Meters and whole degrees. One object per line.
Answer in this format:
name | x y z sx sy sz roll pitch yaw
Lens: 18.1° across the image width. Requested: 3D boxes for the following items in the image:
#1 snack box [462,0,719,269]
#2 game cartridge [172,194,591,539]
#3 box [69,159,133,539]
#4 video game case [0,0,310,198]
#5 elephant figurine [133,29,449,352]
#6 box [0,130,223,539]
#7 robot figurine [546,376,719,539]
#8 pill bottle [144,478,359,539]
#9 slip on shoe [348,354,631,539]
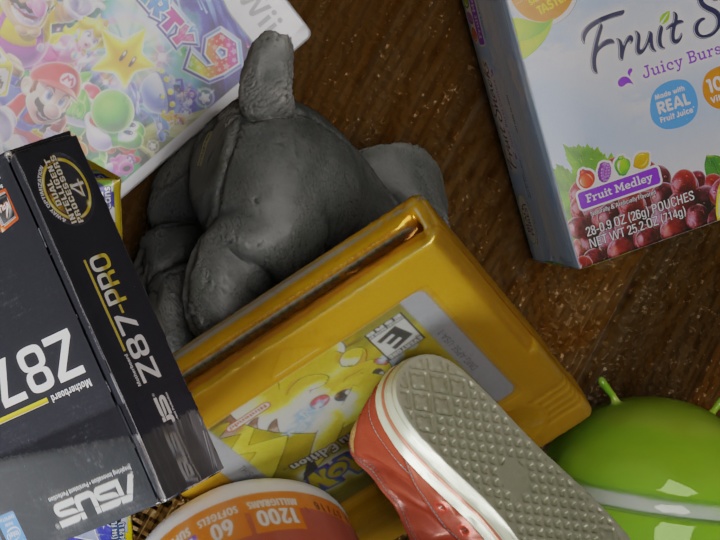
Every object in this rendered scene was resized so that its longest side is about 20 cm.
snack box | 0.166 -0.111 1.177 0.200 0.068 0.169 -18 100 -18
game cartridge | 0.000 0.066 1.062 0.176 0.032 0.200 -33 141 8
box | -0.149 0.052 1.068 0.070 0.064 0.200 -5 102 -19
video game case | -0.141 -0.108 1.097 0.200 0.018 0.143 -42 105 -12
elephant figurine | 0.000 0.000 1.102 0.200 0.155 0.142 17 65 -24
box | -0.173 0.049 0.997 0.049 0.200 0.161 -26 93 -54
robot figurine | 0.144 0.156 1.161 0.175 0.116 0.200 7 91 -25
pill bottle | -0.027 0.199 1.008 0.112 0.200 0.112 -14 137 -14
slip on shoe | 0.070 0.127 1.021 0.200 0.061 0.074 49 47 0
